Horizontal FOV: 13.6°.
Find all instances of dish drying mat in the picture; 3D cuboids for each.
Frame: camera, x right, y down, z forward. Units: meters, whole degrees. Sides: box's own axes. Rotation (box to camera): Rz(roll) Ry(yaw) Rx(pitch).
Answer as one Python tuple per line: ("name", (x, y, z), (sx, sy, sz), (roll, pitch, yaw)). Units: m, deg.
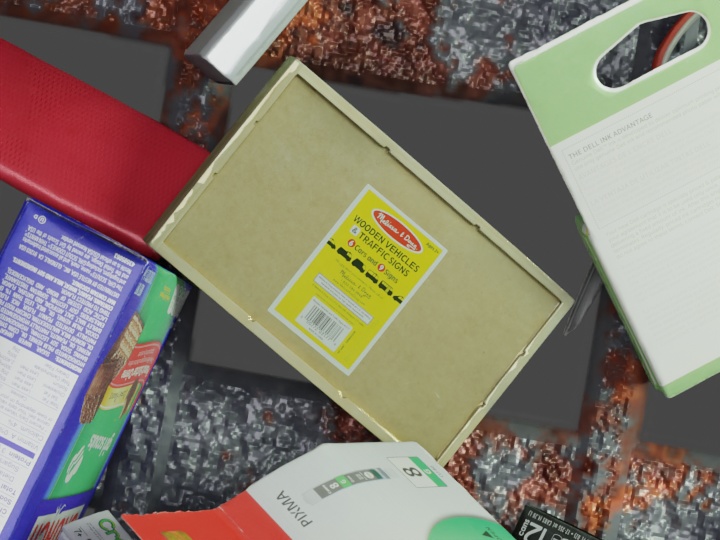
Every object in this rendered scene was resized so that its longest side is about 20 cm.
("dish drying mat", (-0.179, -0.078, 1.613), (0.199, 0.018, 0.077), (28, 56, 3))

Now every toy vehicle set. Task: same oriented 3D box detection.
("toy vehicle set", (0.000, 0.000, 1.588), (0.200, 0.027, 0.124), (41, 88, -11))

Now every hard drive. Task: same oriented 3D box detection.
("hard drive", (-0.014, -0.180, 1.571), (0.027, 0.132, 0.200), (41, 88, -8))

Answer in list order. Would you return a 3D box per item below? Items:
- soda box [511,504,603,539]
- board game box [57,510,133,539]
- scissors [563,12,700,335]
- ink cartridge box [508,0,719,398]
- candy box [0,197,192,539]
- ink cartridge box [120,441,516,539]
("soda box", (0.164, 0.192, 1.547), (0.199, 0.071, 0.064), (26, 88, 22))
("board game box", (-0.128, 0.234, 1.514), (0.034, 0.201, 0.126), (-17, 53, -40))
("scissors", (0.153, -0.061, 1.621), (0.073, 0.014, 0.200), (42, 89, 1))
("ink cartridge box", (0.177, -0.054, 1.573), (0.145, 0.048, 0.201), (-27, 103, 0))
("candy box", (-0.169, 0.076, 1.541), (0.077, 0.169, 0.201), (27, 88, 6))
("ink cartridge box", (0.004, 0.148, 1.473), (0.161, 0.199, 0.050), (44, 114, 33))
